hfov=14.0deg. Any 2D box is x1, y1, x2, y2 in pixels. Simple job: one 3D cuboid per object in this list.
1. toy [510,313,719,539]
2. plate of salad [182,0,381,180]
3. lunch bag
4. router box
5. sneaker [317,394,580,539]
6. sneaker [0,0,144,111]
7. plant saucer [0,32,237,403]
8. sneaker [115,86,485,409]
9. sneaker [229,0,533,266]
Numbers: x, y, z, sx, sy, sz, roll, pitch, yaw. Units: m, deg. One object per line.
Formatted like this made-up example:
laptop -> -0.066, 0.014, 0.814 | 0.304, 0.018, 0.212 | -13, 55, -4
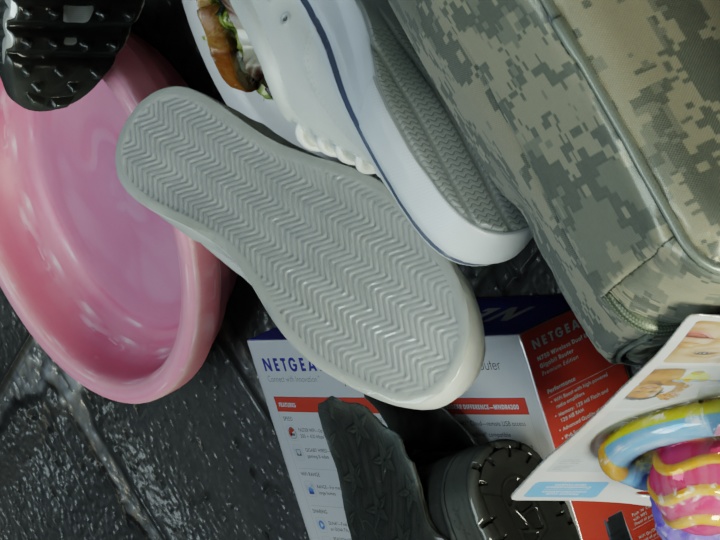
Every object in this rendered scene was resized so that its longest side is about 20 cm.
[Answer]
toy -> 0.135, 0.067, 1.006 | 0.200, 0.115, 0.047 | 120, 150, -63
plate of salad -> -0.027, -0.113, 1.219 | 0.200, 0.048, 0.200 | 31, 133, 41
lunch bag -> 0.093, -0.073, 0.992 | 0.200, 0.139, 0.168 | 60, 156, 9
router box -> 0.049, 0.103, 1.244 | 0.200, 0.049, 0.180 | -2, 108, 55
sneaker -> 0.048, 0.137, 1.172 | 0.104, 0.060, 0.200 | -19, 89, 54
sneaker -> -0.134, -0.173, 1.299 | 0.090, 0.066, 0.200 | 30, 116, 57
plant saucer -> -0.121, -0.038, 1.394 | 0.200, 0.051, 0.201 | 33, 135, 41
sneaker -> 0.000, 0.000, 1.173 | 0.200, 0.116, 0.074 | 40, 95, 37
sneaker -> 0.008, -0.068, 1.110 | 0.071, 0.073, 0.200 | -61, 42, 39
